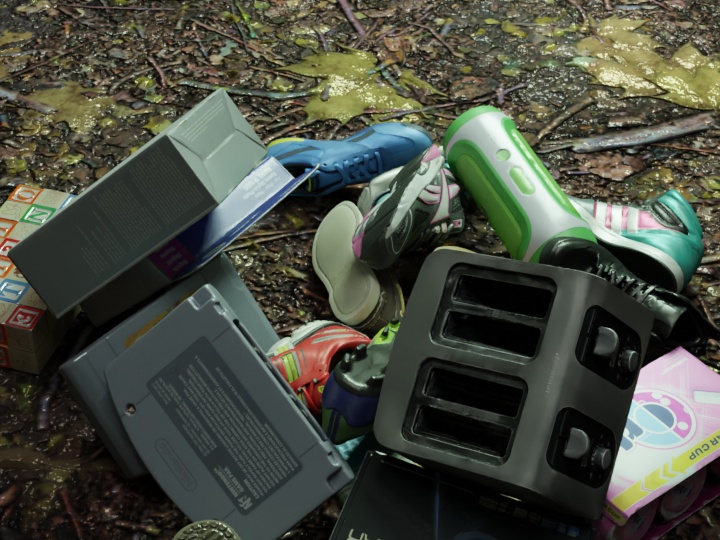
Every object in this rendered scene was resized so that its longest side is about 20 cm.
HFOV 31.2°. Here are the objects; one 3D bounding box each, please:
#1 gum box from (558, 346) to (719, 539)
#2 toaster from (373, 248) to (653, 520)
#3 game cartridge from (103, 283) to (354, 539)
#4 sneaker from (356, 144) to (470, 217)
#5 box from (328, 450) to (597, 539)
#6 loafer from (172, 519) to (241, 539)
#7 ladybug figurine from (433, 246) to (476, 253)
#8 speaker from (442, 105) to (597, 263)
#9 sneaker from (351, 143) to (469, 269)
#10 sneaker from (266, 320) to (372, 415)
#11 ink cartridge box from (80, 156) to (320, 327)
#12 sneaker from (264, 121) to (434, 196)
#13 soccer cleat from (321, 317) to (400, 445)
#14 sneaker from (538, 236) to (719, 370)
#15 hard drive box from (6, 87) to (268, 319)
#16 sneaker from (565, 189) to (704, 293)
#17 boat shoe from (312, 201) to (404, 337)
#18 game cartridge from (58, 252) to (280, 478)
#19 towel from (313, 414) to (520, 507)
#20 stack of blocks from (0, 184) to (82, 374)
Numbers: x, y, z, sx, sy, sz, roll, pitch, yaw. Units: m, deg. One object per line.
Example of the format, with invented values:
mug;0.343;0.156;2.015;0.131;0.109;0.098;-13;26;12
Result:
gum box;0.248;0.158;1.120;0.199;0.067;0.113;-25;46;-28
toaster;0.119;0.086;1.056;0.199;0.118;0.182;11;77;36
game cartridge;-0.115;0.130;1.056;0.133;0.040;0.201;-38;84;3
sneaker;0.088;-0.081;1.410;0.199;0.078;0.080;-28;68;-25
box;0.070;0.243;1.008;0.198;0.044;0.161;18;47;11
loafer;-0.081;0.282;0.961;0.075;0.069;0.201;-19;60;-21
ladybug figurine;0.138;0.046;1.223;0.135;0.072;0.200;15;16;-48
speaker;0.160;-0.076;1.317;0.088;0.089;0.201;-16;54;-21
sneaker;0.064;-0.052;1.282;0.086;0.080;0.200;46;38;-7
sneaker;-0.058;0.105;1.133;0.084;0.078;0.200;12;37;39
ink cartridge box;-0.159;-0.038;1.255;0.043;0.199;0.196;53;48;-8
sneaker;-0.017;-0.112;1.414;0.198;0.066;0.079;-6;33;7
soccer cleat;0.024;0.097;1.141;0.064;0.084;0.200;31;23;20
sneaker;0.267;0.032;1.214;0.199;0.060;0.104;33;-4;-24
hard drive box;-0.198;-0.063;1.166;0.199;0.077;0.156;-32;12;23
sneaker;0.279;-0.048;1.355;0.199;0.084;0.120;33;47;32
boat shoe;0.000;0.000;1.301;0.059;0.072;0.201;35;18;-28
game cartridge;-0.156;0.087;1.147;0.200;0.041;0.134;-39;96;-39
towel;0.049;0.182;1.120;0.145;0.022;0.200;-16;45;-19
stack of blocks;-0.329;0.004;1.278;0.114;0.059;0.201;11;41;10
